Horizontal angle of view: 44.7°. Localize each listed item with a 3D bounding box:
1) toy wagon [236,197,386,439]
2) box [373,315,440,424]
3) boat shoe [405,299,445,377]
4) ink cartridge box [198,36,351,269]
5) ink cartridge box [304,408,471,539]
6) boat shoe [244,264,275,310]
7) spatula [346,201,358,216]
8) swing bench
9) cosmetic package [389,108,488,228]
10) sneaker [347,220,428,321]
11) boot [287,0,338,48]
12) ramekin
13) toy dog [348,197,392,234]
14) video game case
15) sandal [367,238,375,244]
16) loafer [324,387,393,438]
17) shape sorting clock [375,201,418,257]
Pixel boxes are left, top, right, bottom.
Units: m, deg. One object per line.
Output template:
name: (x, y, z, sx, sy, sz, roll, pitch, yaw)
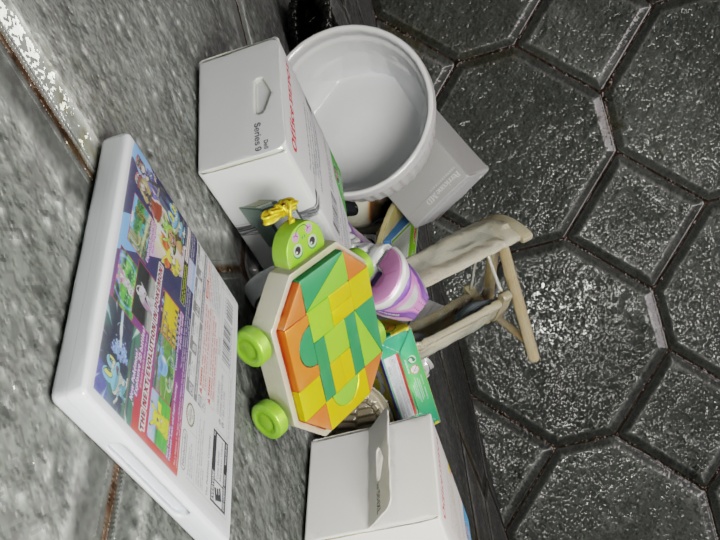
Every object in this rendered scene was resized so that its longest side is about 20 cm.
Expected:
toy wagon: (-0.039, 0.038, 0.726, 0.155, 0.039, 0.201, -38, 127, -44)
box: (0.013, 0.103, 0.997, 0.200, 0.048, 0.118, 21, -49, 68)
boat shoe: (0.066, 0.126, 1.190, 0.074, 0.065, 0.201, 69, 38, -65)
ink cartridge box: (-0.078, -0.095, 0.835, 0.200, 0.084, 0.146, 63, 16, -53)
ink cartridge box: (0.030, 0.242, 0.835, 0.129, 0.125, 0.201, -91, 164, -55)
boat shoe: (-0.052, 0.046, 0.815, 0.199, 0.073, 0.068, 76, -12, -72)
spatula: (-0.048, -0.073, 1.075, 0.200, 0.020, 0.057, -11, 87, -61)
swing bench: (0.101, 0.046, 1.073, 0.130, 0.198, 0.201, 41, -31, 52)
cosmetic package: (0.057, -0.165, 1.133, 0.200, 0.107, 0.090, 50, 29, 12)
sneaker: (0.000, 0.000, 0.932, 0.088, 0.081, 0.200, 32, 1, -42)
boot: (-0.049, -0.324, 1.353, 0.212, 0.079, 0.158, 63, 4, -9)
ramekin: (-0.004, -0.175, 1.030, 0.105, 0.199, 0.201, 27, 49, -75)
toy dog: (0.008, -0.140, 1.247, 0.194, 0.139, 0.201, 73, 12, -46)
video game case: (-0.124, 0.044, 0.554, 0.183, 0.023, 0.201, 66, 14, -46)
sandal: (-0.013, 0.025, 1.176, 0.201, 0.048, 0.076, -72, 154, -49)
loafer: (0.006, 0.200, 0.943, 0.068, 0.075, 0.201, -89, 171, -62)
shape sorting clock: (0.038, -0.002, 1.181, 0.200, 0.039, 0.201, 12, 90, -72)
